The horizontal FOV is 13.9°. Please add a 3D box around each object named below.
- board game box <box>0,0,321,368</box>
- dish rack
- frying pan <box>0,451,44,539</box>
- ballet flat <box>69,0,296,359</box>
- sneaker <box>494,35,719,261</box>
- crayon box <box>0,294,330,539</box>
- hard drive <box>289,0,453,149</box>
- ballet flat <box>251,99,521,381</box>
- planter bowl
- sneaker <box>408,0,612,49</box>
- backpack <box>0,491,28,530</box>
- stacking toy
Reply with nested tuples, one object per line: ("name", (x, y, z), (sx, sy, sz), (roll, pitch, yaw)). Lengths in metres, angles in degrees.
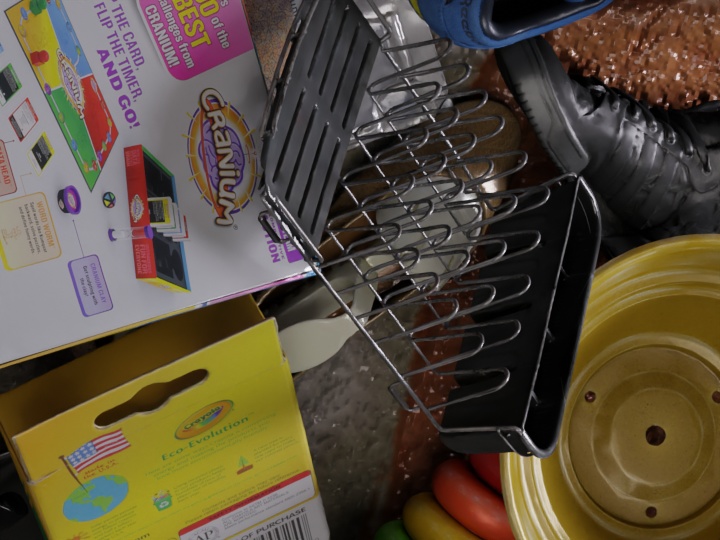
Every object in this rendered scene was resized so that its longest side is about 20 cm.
("board game box", (-0.120, -0.046, 1.187), (0.200, 0.040, 0.154), (-16, 90, -41))
("dish rack", (0.029, -0.028, 1.271), (0.054, 0.154, 0.200), (-14, 132, 29))
("frying pan", (-0.184, 0.140, 1.428), (0.189, 0.031, 0.115), (-12, 114, 5))
("ballet flat", (-0.074, -0.033, 1.303), (0.068, 0.067, 0.201), (14, 112, -21))
("sneaker", (0.147, -0.056, 1.394), (0.104, 0.060, 0.200), (-30, 125, 5))
("crayon box", (-0.088, 0.082, 1.319), (0.127, 0.051, 0.200), (-24, 148, -10))
("hard drive", (-0.070, -0.102, 1.329), (0.199, 0.038, 0.140), (-20, 120, -4))
("ballet flat", (0.000, 0.000, 1.377), (0.200, 0.072, 0.068), (-35, 117, 5))
("planter bowl", (0.151, 0.082, 1.401), (0.200, 0.083, 0.201), (-1, 92, -14))
("sneaker", (0.118, -0.152, 1.312), (0.200, 0.078, 0.066), (-29, 119, -15))
("backpack", (-0.266, 0.126, 1.295), (0.199, 0.154, 0.191), (-16, 143, 7))
("stacking toy", (0.039, 0.146, 1.462), (0.085, 0.085, 0.200), (33, 101, -26))
